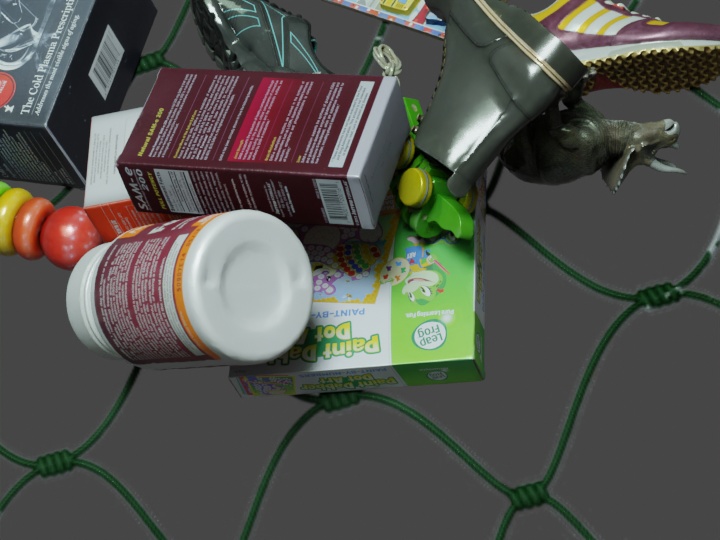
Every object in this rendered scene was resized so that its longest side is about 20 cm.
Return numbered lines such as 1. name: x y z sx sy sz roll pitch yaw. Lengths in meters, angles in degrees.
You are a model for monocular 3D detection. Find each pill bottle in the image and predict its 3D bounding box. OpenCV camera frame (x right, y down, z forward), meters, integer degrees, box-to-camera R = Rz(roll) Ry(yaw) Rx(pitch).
1. pill bottle: -0.136 0.018 1.432 0.200 0.114 0.115 -6 53 51

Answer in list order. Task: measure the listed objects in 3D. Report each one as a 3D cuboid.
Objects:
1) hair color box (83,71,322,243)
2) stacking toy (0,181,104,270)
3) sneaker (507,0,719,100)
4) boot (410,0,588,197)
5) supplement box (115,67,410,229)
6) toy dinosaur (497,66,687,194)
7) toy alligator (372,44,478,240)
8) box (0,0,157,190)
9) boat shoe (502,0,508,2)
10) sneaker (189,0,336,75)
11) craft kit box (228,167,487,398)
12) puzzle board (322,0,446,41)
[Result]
1. hair color box: -0.119 -0.089 1.514 0.199 0.061 0.102 -10 53 12
2. stacking toy: -0.310 -0.046 1.587 0.199 0.085 0.086 13 65 18
3. sneaker: 0.208 -0.195 1.521 0.199 0.075 0.091 -4 64 13
4. boot: 0.070 -0.154 1.450 0.138 0.077 0.200 -48 36 4
5. supplement box: -0.073 -0.095 1.422 0.199 0.061 0.109 5 51 20
6. toy dinosaur: 0.148 -0.103 1.479 0.199 0.103 0.077 -4 28 30
7. toy alligator: 0.038 -0.090 1.477 0.054 0.059 0.201 -50 49 34
8. box: -0.305 -0.188 1.651 0.181 0.104 0.201 6 62 21
9. boat shoe: 0.143 -0.281 1.576 0.200 0.072 0.068 -34 15 -4
10. sneaker: -0.087 -0.199 1.623 0.079 0.076 0.200 -25 62 -15
11. craft kit box: 0.000 0.000 1.489 0.199 0.049 0.198 -6 62 14
12. puzzle board: 0.072 -0.299 1.657 0.150 0.017 0.200 22 69 26
